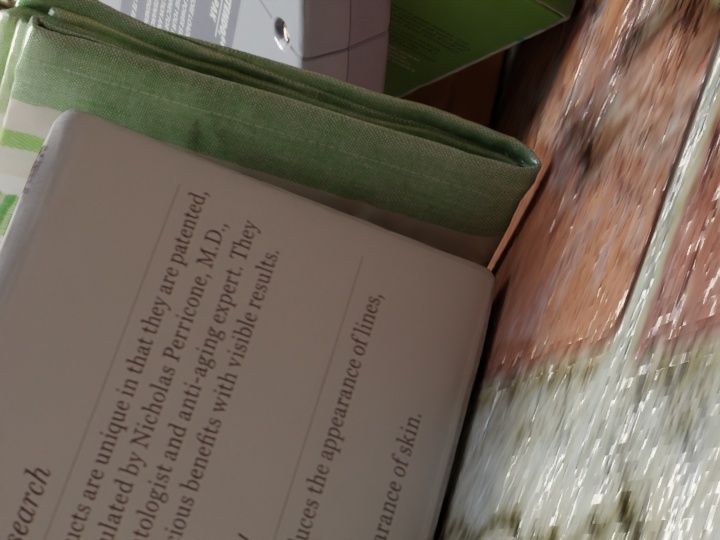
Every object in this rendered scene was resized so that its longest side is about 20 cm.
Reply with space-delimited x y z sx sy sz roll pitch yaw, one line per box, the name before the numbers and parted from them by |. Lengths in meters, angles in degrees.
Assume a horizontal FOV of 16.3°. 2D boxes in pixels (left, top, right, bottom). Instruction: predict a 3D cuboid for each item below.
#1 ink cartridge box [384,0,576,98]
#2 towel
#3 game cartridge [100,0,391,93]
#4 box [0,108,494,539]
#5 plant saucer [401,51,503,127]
ink cartridge box | 0.016 -0.118 0.832 0.200 0.059 0.104 -19 48 65
towel | -0.048 0.002 0.755 0.200 0.152 0.024 115 170 -52
game cartridge | -0.043 -0.075 0.811 0.134 0.040 0.201 61 154 28
box | -0.069 0.103 0.697 0.199 0.130 0.201 116 173 -53
plant saucer | 0.000 0.000 0.922 0.200 0.037 0.201 -160 90 -85
